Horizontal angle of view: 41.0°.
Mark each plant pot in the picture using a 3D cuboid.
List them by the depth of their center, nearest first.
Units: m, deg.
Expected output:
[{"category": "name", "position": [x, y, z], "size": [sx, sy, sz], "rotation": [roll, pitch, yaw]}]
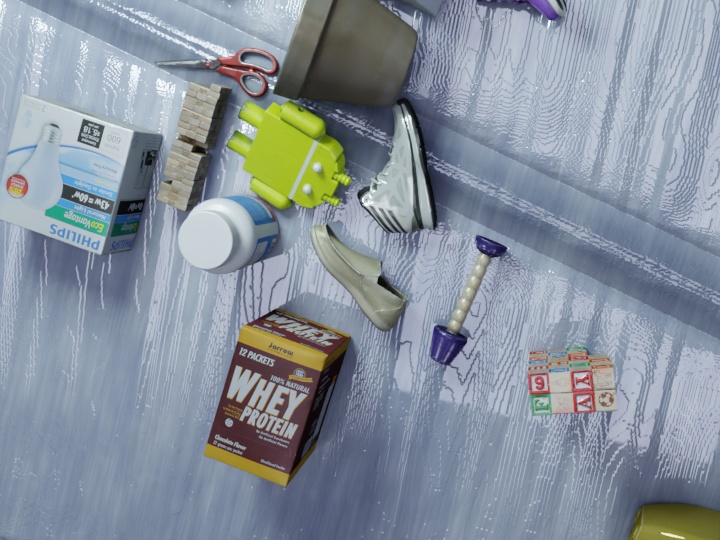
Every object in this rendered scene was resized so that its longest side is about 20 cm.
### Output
[{"category": "plant pot", "position": [0.474, 0.444, 1.388], "size": [0.199, 0.195, 0.196], "rotation": [24, 100, 16]}, {"category": "plant pot", "position": [-0.016, -0.325, 1.401], "size": [0.172, 0.200, 0.202], "rotation": [18, 100, -8]}]

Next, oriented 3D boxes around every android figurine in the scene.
[{"category": "android figurine", "position": [-0.106, -0.170, 1.465], "size": [0.199, 0.041, 0.183], "rotation": [34, 131, 1]}]

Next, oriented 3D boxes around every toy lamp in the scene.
[{"category": "toy lamp", "position": [0.158, 0.047, 1.464], "size": [0.058, 0.058, 0.202], "rotation": [23, 98, 7]}]

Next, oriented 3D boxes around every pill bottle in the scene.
[{"category": "pill bottle", "position": [-0.200, -0.055, 1.445], "size": [0.111, 0.200, 0.113], "rotation": [1, 96, 10]}]

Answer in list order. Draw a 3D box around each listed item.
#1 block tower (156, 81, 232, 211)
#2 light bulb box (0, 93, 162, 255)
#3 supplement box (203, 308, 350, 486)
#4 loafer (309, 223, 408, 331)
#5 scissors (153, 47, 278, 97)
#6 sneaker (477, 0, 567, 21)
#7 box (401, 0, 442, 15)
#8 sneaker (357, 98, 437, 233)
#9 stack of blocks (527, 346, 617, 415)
[{"category": "block tower", "position": [-0.262, -0.199, 1.511], "size": [0.057, 0.054, 0.202], "rotation": [22, 102, 7]}, {"category": "light bulb box", "position": [-0.444, -0.150, 1.519], "size": [0.197, 0.125, 0.202], "rotation": [18, 98, 8]}, {"category": "supplement box", "position": [-0.121, 0.184, 1.458], "size": [0.132, 0.197, 0.202], "rotation": [19, 99, 8]}, {"category": "loafer", "position": [0.000, 0.000, 1.482], "size": [0.068, 0.076, 0.200], "rotation": [-38, 98, 11]}, {"category": "scissors", "position": [-0.227, -0.330, 1.517], "size": [0.198, 0.014, 0.074], "rotation": [19, 102, 9]}, {"category": "sneaker", "position": [0.211, -0.417, 1.404], "size": [0.199, 0.081, 0.084], "rotation": [37, 115, 14]}, {"category": "box", "position": [0.038, -0.469, 1.379], "size": [0.199, 0.097, 0.125], "rotation": [31, 101, 24]}, {"category": "sneaker", "position": [0.044, -0.151, 1.452], "size": [0.114, 0.076, 0.202], "rotation": [-9, 97, 9]}, {"category": "stack of blocks", "position": [0.299, 0.154, 1.375], "size": [0.114, 0.200, 0.059], "rotation": [-6, 93, 10]}]
